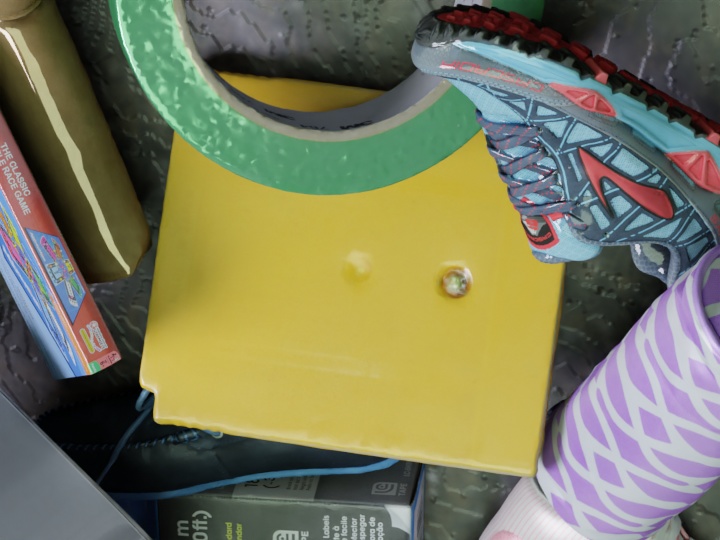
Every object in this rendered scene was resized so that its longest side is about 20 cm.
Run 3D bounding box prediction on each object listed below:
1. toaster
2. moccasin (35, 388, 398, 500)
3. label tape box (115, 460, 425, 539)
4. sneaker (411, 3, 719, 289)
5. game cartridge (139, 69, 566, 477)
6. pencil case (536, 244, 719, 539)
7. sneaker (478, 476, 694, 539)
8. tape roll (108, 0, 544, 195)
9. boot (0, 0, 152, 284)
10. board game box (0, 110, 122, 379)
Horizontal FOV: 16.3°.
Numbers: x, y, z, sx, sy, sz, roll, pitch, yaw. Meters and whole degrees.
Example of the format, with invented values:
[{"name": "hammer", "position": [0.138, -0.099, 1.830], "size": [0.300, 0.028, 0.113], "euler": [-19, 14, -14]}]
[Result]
[{"name": "toaster", "position": [-0.184, 0.159, 1.238], "size": [0.200, 0.119, 0.181], "euler": [42, 159, 19]}, {"name": "moccasin", "position": [-0.072, 0.066, 1.282], "size": [0.199, 0.081, 0.068], "euler": [-8, 123, -3]}, {"name": "label tape box", "position": [-0.067, 0.167, 1.328], "size": [0.199, 0.063, 0.145], "euler": [2, 115, 7]}, {"name": "sneaker", "position": [0.098, -0.048, 1.138], "size": [0.200, 0.079, 0.096], "euler": [26, 99, -27]}, {"name": "game cartridge", "position": [0.000, 0.000, 1.221], "size": [0.199, 0.032, 0.177], "euler": [8, 89, 6]}, {"name": "pencil case", "position": [0.153, 0.060, 1.179], "size": [0.084, 0.085, 0.200], "euler": [59, 149, 14]}, {"name": "sneaker", "position": [0.157, 0.163, 1.286], "size": [0.200, 0.075, 0.105], "euler": [23, 121, 2]}, {"name": "tape roll", "position": [-0.016, -0.137, 1.152], "size": [0.200, 0.048, 0.201], "euler": [-3, 105, -9]}, {"name": "boot", "position": [-0.142, -0.088, 1.180], "size": [0.066, 0.175, 0.201], "euler": [-26, 110, -17]}, {"name": "board game box", "position": [-0.175, -0.042, 1.204], "size": [0.019, 0.103, 0.201], "euler": [-27, 94, -16]}]
